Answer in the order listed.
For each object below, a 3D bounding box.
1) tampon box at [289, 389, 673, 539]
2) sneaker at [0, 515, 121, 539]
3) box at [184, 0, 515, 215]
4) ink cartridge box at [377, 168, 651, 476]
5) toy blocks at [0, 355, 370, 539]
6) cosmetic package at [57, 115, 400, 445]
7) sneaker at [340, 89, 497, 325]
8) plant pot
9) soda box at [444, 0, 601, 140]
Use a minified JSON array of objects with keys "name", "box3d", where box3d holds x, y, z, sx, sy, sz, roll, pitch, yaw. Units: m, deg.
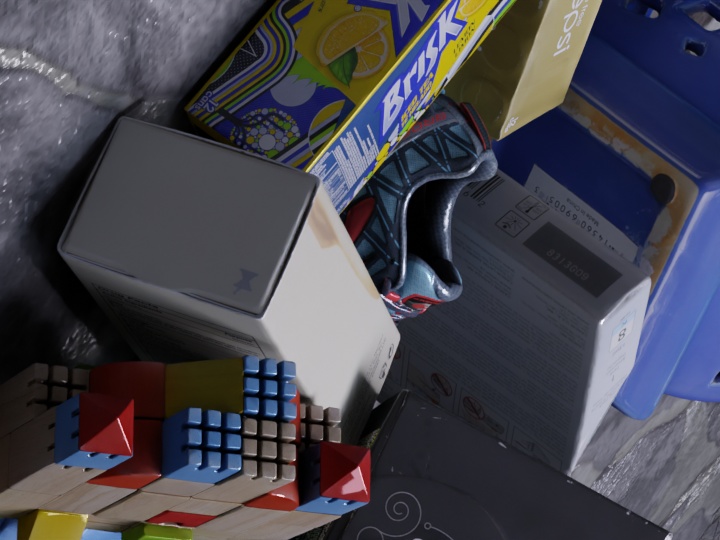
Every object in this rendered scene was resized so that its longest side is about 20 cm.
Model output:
[{"name":"tampon box","box3d":[0.041,0.155,1.461,0.126,0.150,0.200,-63,-176,-11]},{"name":"sneaker","box3d":[-0.121,0.106,1.398,0.200,0.076,0.105,-30,147,-46]},{"name":"box","box3d":[0.012,-0.117,1.357,0.200,0.070,0.064,-50,160,-13]},{"name":"ink cartridge box","box3d":[0.069,0.032,1.574,0.047,0.160,0.200,-41,154,-29]},{"name":"toy blocks","box3d":[-0.077,0.077,1.291,0.200,0.100,0.137,10,159,-28]},{"name":"cosmetic package","box3d":[-0.055,0.011,1.347,0.200,0.105,0.071,66,45,-67]},{"name":"sneaker","box3d":[0.000,0.000,1.471,0.079,0.095,0.200,-13,134,-59]},{"name":"plant pot","box3d":[0.158,-0.045,1.614,0.180,0.200,0.200,-20,141,-48]},{"name":"soda box","box3d":[0.087,-0.166,1.449,0.064,0.068,0.200,-32,150,-47]}]
